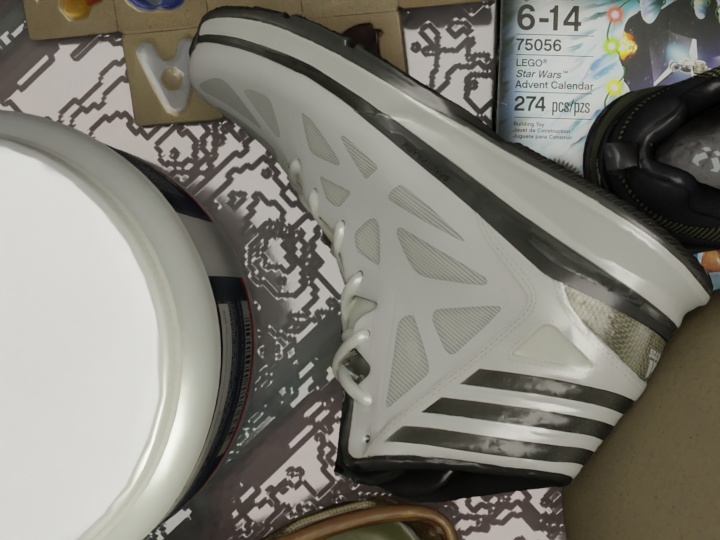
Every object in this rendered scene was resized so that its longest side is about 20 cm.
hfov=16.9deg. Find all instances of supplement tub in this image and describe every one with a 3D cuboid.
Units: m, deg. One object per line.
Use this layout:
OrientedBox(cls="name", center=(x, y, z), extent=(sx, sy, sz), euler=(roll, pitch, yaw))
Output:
OrientedBox(cls="supplement tub", center=(-0.108, 0.025, 0.741), extent=(0.139, 0.200, 0.141), euler=(0, 89, 3))

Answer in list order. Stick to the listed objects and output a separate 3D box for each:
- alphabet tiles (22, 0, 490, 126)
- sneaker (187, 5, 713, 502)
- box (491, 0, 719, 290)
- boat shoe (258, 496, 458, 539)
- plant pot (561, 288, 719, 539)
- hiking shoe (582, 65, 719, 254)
OrientedBox(cls="alphabet tiles", center=(-0.043, -0.149, 0.808), extent=(0.165, 0.006, 0.201), euler=(-4, 106, 12))
OrientedBox(cls="sneaker", center=(0.000, 0.000, 0.757), extent=(0.200, 0.076, 0.116), euler=(32, 87, 30))
OrientedBox(cls="box", center=(0.144, -0.058, 0.820), extent=(0.198, 0.040, 0.138), euler=(2, 89, 2))
OrientedBox(cls="boat shoe", center=(-0.049, 0.128, 0.768), extent=(0.200, 0.074, 0.076), euler=(-34, 85, -30))
OrientedBox(cls="plant pot", center=(0.142, 0.077, 0.761), extent=(0.134, 0.200, 0.201), euler=(29, 91, 38))
OrientedBox(cls="hiking shoe", center=(0.170, -0.040, 0.748), extent=(0.199, 0.101, 0.076), euler=(-12, 91, 3))
